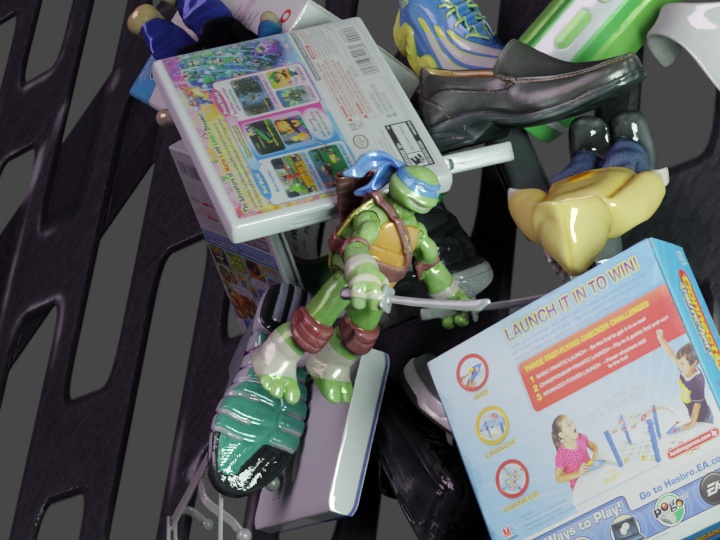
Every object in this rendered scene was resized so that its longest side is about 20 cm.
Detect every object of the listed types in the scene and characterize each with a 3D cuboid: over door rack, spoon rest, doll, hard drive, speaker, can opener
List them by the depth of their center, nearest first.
[{"bbox_3d":[0.285,-0.169,1.545,0.200,0.061,0.100,22,83,56],"label":"spoon rest"},{"bbox_3d":[0.158,-0.055,1.641,0.067,0.053,0.200,-16,42,-1],"label":"can opener"},{"bbox_3d":[0.193,-0.201,1.656,0.200,0.088,0.089,-49,36,15],"label":"speaker"},{"bbox_3d":[-0.034,0.143,1.669,0.200,0.025,0.132,151,135,-67],"label":"hard drive"},{"bbox_3d":[-0.127,0.230,1.705,0.200,0.066,0.148,-76,12,-54],"label":"over door rack"},{"bbox_3d":[-0.128,-0.177,1.733,0.136,0.048,0.200,-46,45,1],"label":"doll"}]

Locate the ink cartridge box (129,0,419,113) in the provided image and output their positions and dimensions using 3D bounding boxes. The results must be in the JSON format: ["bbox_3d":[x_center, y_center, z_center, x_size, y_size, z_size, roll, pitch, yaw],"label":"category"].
[{"bbox_3d":[-0.079,-0.166,1.834,0.147,0.146,0.200,-59,35,0],"label":"ink cartridge box"}]

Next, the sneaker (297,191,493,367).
[{"bbox_3d":[0.000,0.000,1.667,0.199,0.114,0.075,-23,3,-4],"label":"sneaker"}]

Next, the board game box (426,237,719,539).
[{"bbox_3d":[0.167,0.111,1.411,0.200,0.056,0.196,-30,67,28],"label":"board game box"}]

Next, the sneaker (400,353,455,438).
[{"bbox_3d":[0.116,0.083,1.544,0.200,0.083,0.121,40,102,47],"label":"sneaker"}]

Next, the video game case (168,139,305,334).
[{"bbox_3d":[-0.097,-0.014,1.806,0.018,0.201,0.143,-31,27,-23],"label":"video game case"}]

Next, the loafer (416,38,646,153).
[{"bbox_3d":[0.127,-0.146,1.596,0.199,0.073,0.073,-14,91,30],"label":"loafer"}]

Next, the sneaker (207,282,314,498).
[{"bbox_3d":[-0.085,0.111,1.709,0.088,0.074,0.200,-48,19,56],"label":"sneaker"}]

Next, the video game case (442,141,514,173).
[{"bbox_3d":[0.010,-0.073,1.666,0.143,0.199,0.018,176,82,-74],"label":"video game case"}]

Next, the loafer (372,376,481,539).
[{"bbox_3d":[0.036,0.147,1.611,0.071,0.068,0.201,-56,32,14],"label":"loafer"}]

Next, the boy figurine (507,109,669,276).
[{"bbox_3d":[0.164,-0.055,1.518,0.124,0.065,0.200,-5,21,23],"label":"boy figurine"}]

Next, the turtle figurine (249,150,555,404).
[{"bbox_3d":[0.024,0.034,1.500,0.194,0.200,0.144,-51,0,25],"label":"turtle figurine"}]

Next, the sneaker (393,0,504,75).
[{"bbox_3d":[0.075,-0.216,1.789,0.076,0.105,0.200,-24,30,-17],"label":"sneaker"}]

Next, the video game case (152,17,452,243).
[{"bbox_3d":[-0.049,-0.115,1.609,0.024,0.181,0.200,94,155,-47],"label":"video game case"}]

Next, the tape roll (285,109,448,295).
[{"bbox_3d":[-0.007,-0.063,1.838,0.200,0.048,0.201,-30,44,35],"label":"tape roll"}]
